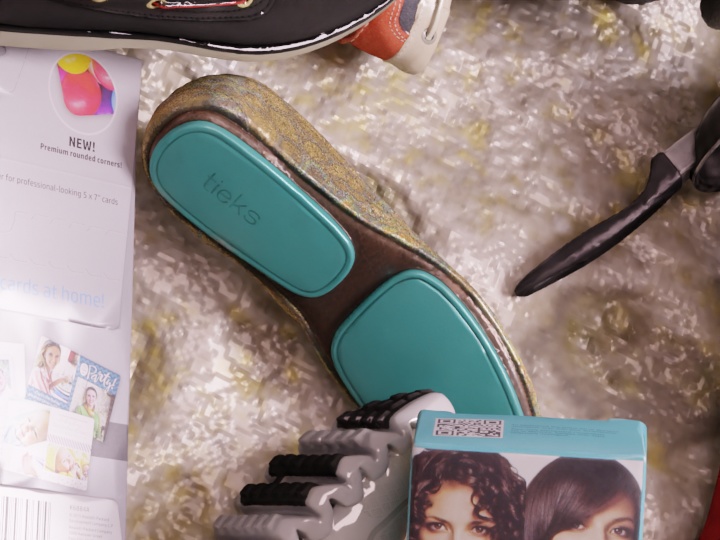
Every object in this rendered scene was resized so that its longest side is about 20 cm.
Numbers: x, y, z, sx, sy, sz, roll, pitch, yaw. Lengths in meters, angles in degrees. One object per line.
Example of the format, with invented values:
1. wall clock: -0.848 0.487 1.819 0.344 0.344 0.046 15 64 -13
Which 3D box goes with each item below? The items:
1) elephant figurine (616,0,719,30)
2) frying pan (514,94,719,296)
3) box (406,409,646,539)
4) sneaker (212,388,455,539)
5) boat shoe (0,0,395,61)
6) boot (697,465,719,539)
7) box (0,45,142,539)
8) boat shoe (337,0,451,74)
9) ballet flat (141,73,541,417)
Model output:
1. elephant figurine: 0.165 -0.160 0.962 0.199 0.141 0.156 10 72 30
2. frying pan: 0.152 -0.049 1.014 0.189 0.115 0.031 -35 73 19
3. box: 0.055 0.153 0.866 0.082 0.049 0.202 3 100 4
4. sneaker: -0.027 0.128 0.894 0.081 0.075 0.200 44 75 -13
5. boat shoe: -0.057 -0.119 0.887 0.200 0.063 0.074 -5 69 -30
6. boot: 0.118 0.128 0.946 0.143 0.072 0.202 7 76 -16
7. box: -0.150 0.009 0.865 0.155 0.041 0.202 12 73 -40
8. boat shoe: 0.035 -0.174 1.003 0.062 0.071 0.201 30 69 -14
9. ballet flat: 0.000 0.000 0.944 0.200 0.071 0.071 44 65 -12
